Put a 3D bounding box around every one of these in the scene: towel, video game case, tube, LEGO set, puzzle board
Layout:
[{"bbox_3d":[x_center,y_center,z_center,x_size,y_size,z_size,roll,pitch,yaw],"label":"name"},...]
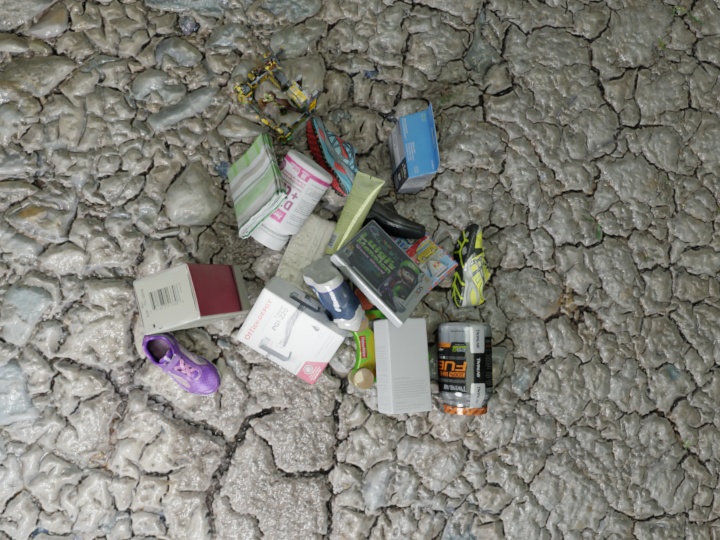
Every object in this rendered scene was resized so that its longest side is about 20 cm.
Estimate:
[{"bbox_3d":[-0.231,-0.185,1.088,0.149,0.031,0.200,-38,54,25],"label":"towel"},{"bbox_3d":[0.052,0.000,1.087,0.200,0.023,0.182,45,40,0],"label":"video game case"},{"bbox_3d":[-0.109,-0.029,1.173,0.132,0.034,0.200,24,79,-7],"label":"towel"},{"bbox_3d":[-0.016,-0.120,1.136,0.058,0.052,0.200,23,92,-13],"label":"tube"},{"bbox_3d":[-0.191,-0.406,1.165,0.154,0.116,0.200,-36,89,-11],"label":"LEGO set"},{"bbox_3d":[0.106,-0.003,1.187,0.200,0.017,0.151,-40,71,-11],"label":"puzzle board"}]

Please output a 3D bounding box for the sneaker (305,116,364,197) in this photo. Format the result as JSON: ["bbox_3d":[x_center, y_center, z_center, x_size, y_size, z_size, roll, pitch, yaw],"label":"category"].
[{"bbox_3d":[-0.057,-0.275,1.202,0.095,0.079,0.200,-30,94,-25],"label":"sneaker"}]

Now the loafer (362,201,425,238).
[{"bbox_3d":[0.062,-0.130,1.186,0.199,0.073,0.072,20,74,1],"label":"loafer"}]

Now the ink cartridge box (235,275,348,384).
[{"bbox_3d":[-0.144,0.128,1.093,0.200,0.085,0.146,33,110,-2],"label":"ink cartridge box"}]

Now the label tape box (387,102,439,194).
[{"bbox_3d":[0.118,-0.270,1.154,0.066,0.200,0.144,-7,84,-7],"label":"label tape box"}]

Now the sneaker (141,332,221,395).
[{"bbox_3d":[-0.385,0.196,1.073,0.200,0.088,0.081,39,77,-3],"label":"sneaker"}]

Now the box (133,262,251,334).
[{"bbox_3d":[-0.333,0.054,1.028,0.128,0.200,0.109,-17,85,14],"label":"box"}]

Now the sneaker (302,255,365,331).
[{"bbox_3d":[-0.052,0.058,1.079,0.080,0.200,0.147,-29,110,-6],"label":"sneaker"}]

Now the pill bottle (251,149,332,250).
[{"bbox_3d":[-0.160,-0.151,1.113,0.113,0.113,0.200,35,103,-3],"label":"pill bottle"}]

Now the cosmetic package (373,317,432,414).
[{"bbox_3d":[0.090,0.205,1.104,0.101,0.074,0.201,2,78,-23],"label":"cosmetic package"}]

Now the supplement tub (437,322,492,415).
[{"bbox_3d":[0.236,0.218,1.149,0.122,0.123,0.201,1,82,-9],"label":"supplement tub"}]

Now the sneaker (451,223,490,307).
[{"bbox_3d":[0.269,-0.011,1.216,0.076,0.075,0.201,8,92,-15],"label":"sneaker"}]

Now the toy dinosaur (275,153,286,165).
[{"bbox_3d":[-0.204,-0.222,1.162,0.200,0.077,0.102,-40,77,-16],"label":"toy dinosaur"}]

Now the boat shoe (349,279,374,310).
[{"bbox_3d":[0.000,0.000,1.151,0.071,0.062,0.200,25,46,-41],"label":"boat shoe"}]

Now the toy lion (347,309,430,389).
[{"bbox_3d":[0.065,0.188,1.162,0.191,0.069,0.201,-4,83,-16],"label":"toy lion"}]
